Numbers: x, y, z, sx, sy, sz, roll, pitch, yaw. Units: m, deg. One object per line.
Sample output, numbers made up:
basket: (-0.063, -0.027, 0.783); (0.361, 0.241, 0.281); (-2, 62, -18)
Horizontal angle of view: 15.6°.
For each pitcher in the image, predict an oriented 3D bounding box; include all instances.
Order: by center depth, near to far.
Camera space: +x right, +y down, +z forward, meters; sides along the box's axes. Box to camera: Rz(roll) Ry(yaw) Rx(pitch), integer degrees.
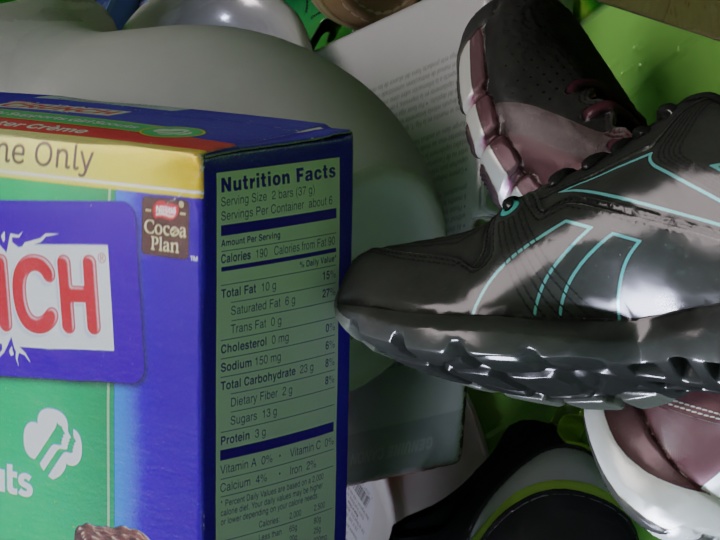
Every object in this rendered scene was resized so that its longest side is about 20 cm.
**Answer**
pitcher: (-0.050, -0.042, 0.917); (0.199, 0.171, 0.122); (27, 137, 40)

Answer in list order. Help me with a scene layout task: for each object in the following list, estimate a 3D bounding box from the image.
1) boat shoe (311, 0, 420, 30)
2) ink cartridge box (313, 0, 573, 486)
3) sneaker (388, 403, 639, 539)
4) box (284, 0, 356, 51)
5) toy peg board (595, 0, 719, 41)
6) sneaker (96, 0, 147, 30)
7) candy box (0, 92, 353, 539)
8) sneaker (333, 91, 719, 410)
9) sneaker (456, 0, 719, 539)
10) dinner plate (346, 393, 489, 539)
boat shoe: (0.037, -0.176, 0.945); (0.065, 0.071, 0.201); (42, 113, 56)
ink cartridge box: (0.000, 0.000, 0.966); (0.200, 0.043, 0.175); (-18, 65, 54)
sneaker: (0.028, 0.127, 0.867); (0.200, 0.071, 0.083); (-52, 26, 26)
box: (-0.009, -0.183, 1.045); (0.117, 0.048, 0.201); (4, 84, 59)
toy peg board: (0.075, -0.185, 0.787); (0.098, 0.198, 0.201); (-143, 69, -73)
sneaker: (-0.079, -0.098, 1.114); (0.070, 0.078, 0.201); (-21, 41, 56)
candy box: (-0.090, 0.051, 0.802); (0.168, 0.077, 0.201); (7, 100, 35)
sneaker: (0.084, -0.003, 0.720); (0.199, 0.075, 0.080); (0, 76, 33)
sneaker: (0.106, -0.026, 0.792); (0.115, 0.075, 0.201); (-42, 56, 36)
dinner plate: (-0.015, 0.118, 0.967); (0.200, 0.024, 0.201); (-27, 57, 50)
